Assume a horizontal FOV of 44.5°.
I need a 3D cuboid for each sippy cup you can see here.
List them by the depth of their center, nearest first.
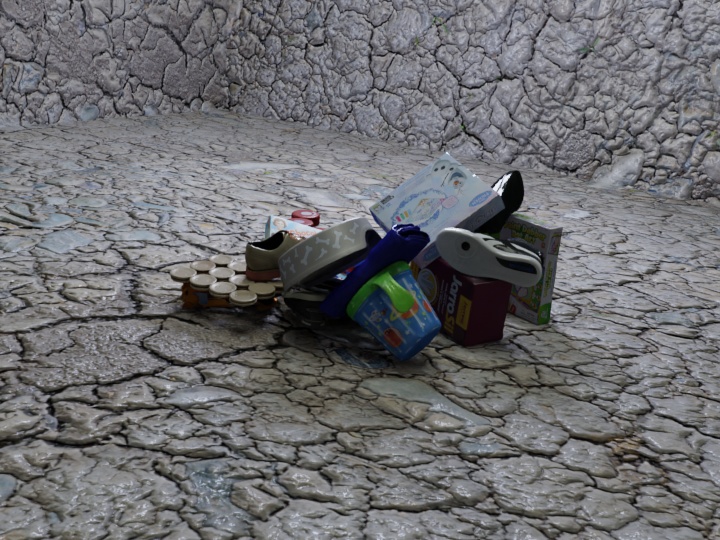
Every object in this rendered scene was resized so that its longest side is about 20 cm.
[{"bbox_3d":[0.065,0.077,1.500,0.131,0.140,0.177,50,24,15],"label":"sippy cup"}]

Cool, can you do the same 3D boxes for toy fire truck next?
[{"bbox_3d":[-0.081,-0.057,1.935,0.165,0.114,0.200,6,17,5],"label":"toy fire truck"}]

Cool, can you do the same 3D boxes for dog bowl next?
[{"bbox_3d":[-0.056,-0.028,1.530,0.198,0.059,0.200,-27,-6,-3],"label":"dog bowl"}]

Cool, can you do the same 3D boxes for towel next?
[{"bbox_3d":[0.022,-0.002,1.517,0.050,0.200,0.147,49,19,16],"label":"towel"}]

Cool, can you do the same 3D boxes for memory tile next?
[{"bbox_3d":[-0.236,0.017,1.620,0.197,0.017,0.152,18,25,30],"label":"memory tile"}]

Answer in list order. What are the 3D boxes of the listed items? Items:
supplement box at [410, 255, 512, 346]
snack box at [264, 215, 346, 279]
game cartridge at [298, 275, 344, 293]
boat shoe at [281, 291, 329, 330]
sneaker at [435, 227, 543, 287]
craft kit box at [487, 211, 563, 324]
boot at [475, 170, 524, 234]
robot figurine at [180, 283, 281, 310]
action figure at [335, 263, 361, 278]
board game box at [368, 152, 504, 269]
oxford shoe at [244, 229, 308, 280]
[{"bbox_3d":[0.183,0.037,1.669,0.102,0.133,0.199,-7,27,-32],"label":"supplement box"},{"bbox_3d":[-0.099,-0.033,1.793,0.197,0.037,0.118,16,48,-22],"label":"snack box"},{"bbox_3d":[-0.020,0.044,1.683,0.196,0.041,0.133,15,-3,13],"label":"game cartridge"},{"bbox_3d":[-0.103,0.071,1.610,0.070,0.069,0.200,-3,2,-15],"label":"boat shoe"},{"bbox_3d":[0.236,-0.033,1.603,0.197,0.074,0.112,22,22,8],"label":"sneaker"},{"bbox_3d":[0.314,-0.017,1.804,0.048,0.201,0.199,-7,20,-38],"label":"craft kit box"},{"bbox_3d":[0.225,-0.134,1.772,0.166,0.077,0.200,-1,33,34],"label":"boot"},{"bbox_3d":[-0.242,0.035,1.682,0.196,0.059,0.145,3,18,-9],"label":"robot figurine"},{"bbox_3d":[0.000,0.000,1.697,0.197,0.066,0.099,14,0,25],"label":"action figure"},{"bbox_3d":[0.143,-0.119,1.697,0.199,0.044,0.199,-35,39,-5],"label":"board game box"},{"bbox_3d":[-0.119,-0.040,1.630,0.197,0.076,0.070,-17,32,-23],"label":"oxford shoe"}]
